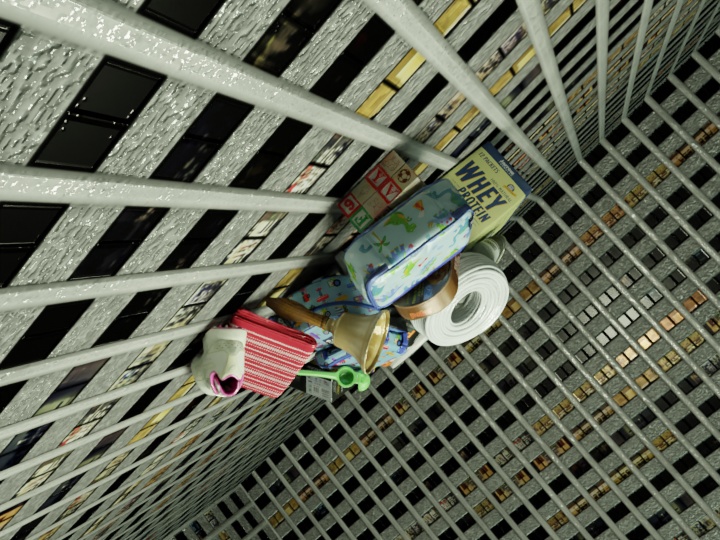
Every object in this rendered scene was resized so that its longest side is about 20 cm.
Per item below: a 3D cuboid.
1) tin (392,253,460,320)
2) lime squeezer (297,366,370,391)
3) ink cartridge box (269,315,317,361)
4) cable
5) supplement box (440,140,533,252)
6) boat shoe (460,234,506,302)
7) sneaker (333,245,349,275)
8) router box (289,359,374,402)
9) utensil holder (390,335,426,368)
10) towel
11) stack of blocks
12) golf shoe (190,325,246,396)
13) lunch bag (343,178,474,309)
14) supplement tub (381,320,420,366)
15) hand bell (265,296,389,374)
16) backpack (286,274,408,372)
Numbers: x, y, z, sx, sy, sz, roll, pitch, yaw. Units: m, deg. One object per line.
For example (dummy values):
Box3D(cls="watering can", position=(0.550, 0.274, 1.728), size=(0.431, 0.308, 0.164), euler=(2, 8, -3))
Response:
Box3D(cls="tin", position=(0.106, 0.003, 1.093), size=(0.111, 0.042, 0.201), euler=(-16, -146, 22))
Box3D(cls="lime squeezer", position=(-0.027, 0.192, 1.202), size=(0.199, 0.070, 0.038), euler=(25, 77, -51))
Box3D(cls="ink cartridge box", position=(-0.118, 0.124, 1.260), size=(0.039, 0.100, 0.199), euler=(-45, 170, 25))
Box3D(cls="cable", position=(0.192, 0.060, 1.292), size=(0.200, 0.069, 0.200), euler=(-45, 138, 5))
Box3D(cls="supplement box", position=(0.216, -0.121, 1.383), size=(0.199, 0.135, 0.200), euler=(-39, 170, -13))
Box3D(cls="boat shoe", position=(0.243, -0.002, 1.405), size=(0.063, 0.071, 0.200), euler=(-30, 164, -38))
Box3D(cls="sneaker", position=(0.000, 0.000, 1.255), size=(0.070, 0.073, 0.200), euler=(-33, 167, -5))
Box3D(cls="router box", position=(-0.092, 0.183, 1.348), size=(0.157, 0.198, 0.053), euler=(-26, 123, -53))
Box3D(cls="utensil holder", position=(0.073, 0.096, 1.552), size=(0.170, 0.200, 0.170), euler=(-40, 169, -9))
Box3D(cls="towel", position=(-0.167, 0.141, 1.099), size=(0.200, 0.143, 0.023), euler=(-53, -161, 46))
Box3D(cls="stack of blocks", position=(0.057, -0.094, 1.037), size=(0.115, 0.059, 0.200), euler=(-43, 158, 8))
Box3D(cls="golf shoe", position=(-0.221, 0.163, 1.038), size=(0.074, 0.093, 0.201), euler=(-1, 149, -20))
Box3D(cls="lunch bag", position=(0.075, -0.035, 0.994), size=(0.199, 0.083, 0.161), euler=(-36, 162, -8))
Box3D(cls="supplement tub", position=(0.078, 0.094, 1.389), size=(0.201, 0.122, 0.122), euler=(-57, 163, 23))
Box3D(cls="hand bell", position=(-0.063, 0.083, 1.070), size=(0.104, 0.197, 0.106), euler=(17, 90, -74))
Box3D(cls="backpack", position=(-0.032, 0.091, 1.181), size=(0.181, 0.136, 0.199), euler=(-26, 149, 31))
